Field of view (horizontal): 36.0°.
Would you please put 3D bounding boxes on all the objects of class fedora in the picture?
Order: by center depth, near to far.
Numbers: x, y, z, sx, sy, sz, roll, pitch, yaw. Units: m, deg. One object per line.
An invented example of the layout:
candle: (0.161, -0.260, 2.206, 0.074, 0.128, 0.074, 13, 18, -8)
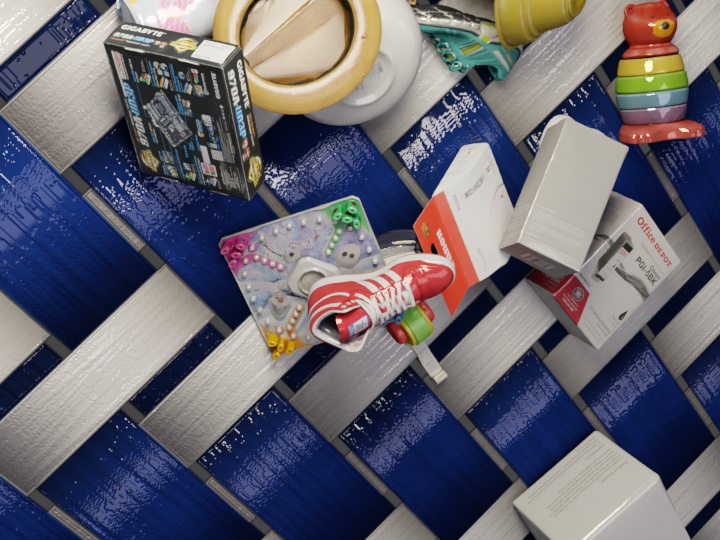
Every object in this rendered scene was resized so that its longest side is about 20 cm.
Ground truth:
fedora: (-0.076, -0.276, 1.303, 0.200, 0.082, 0.201, 0, 92, -9)

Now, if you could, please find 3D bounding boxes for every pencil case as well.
pencil case: (-0.188, -0.325, 1.326, 0.200, 0.083, 0.091, -30, 101, -15)

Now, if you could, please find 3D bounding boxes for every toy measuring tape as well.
toy measuring tape: (0.090, 0.102, 1.631, 0.074, 0.074, 0.200, -37, 120, -10)

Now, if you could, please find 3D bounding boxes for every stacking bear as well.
stacking bear: (0.430, -0.295, 1.636, 0.121, 0.114, 0.200, -8, 101, -10)

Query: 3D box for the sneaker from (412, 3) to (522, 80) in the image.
sneaker: (0.136, -0.308, 1.504, 0.200, 0.078, 0.080, 11, 112, -30)

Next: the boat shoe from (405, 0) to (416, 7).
boat shoe: (0.038, -0.365, 1.435, 0.200, 0.072, 0.072, -43, 125, -2)

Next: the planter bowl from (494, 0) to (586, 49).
planter bowl: (0.249, -0.380, 1.436, 0.200, 0.083, 0.201, -43, 142, -49)

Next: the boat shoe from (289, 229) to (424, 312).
boat shoe: (0.000, 0.000, 1.555, 0.200, 0.093, 0.075, -11, 121, 7)

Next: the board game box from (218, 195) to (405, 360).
board game box: (-0.064, 0.016, 1.495, 0.200, 0.026, 0.200, -17, 119, 11)

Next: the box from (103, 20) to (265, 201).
box: (-0.201, -0.183, 1.295, 0.200, 0.159, 0.046, 83, 30, -46)

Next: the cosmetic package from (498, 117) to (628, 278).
cosmetic package: (0.287, -0.103, 1.571, 0.107, 0.090, 0.200, 26, 78, -9)

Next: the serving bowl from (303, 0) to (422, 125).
serving bowl: (-0.007, -0.262, 1.410, 0.200, 0.066, 0.200, -13, 134, -14)

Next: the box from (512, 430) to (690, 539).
box: (0.406, 0.424, 1.849, 0.199, 0.171, 0.200, -38, 121, -9)

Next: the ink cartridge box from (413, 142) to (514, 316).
ink cartridge box: (0.156, -0.059, 1.558, 0.163, 0.057, 0.200, 65, 34, -29)

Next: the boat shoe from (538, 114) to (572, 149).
boat shoe: (0.305, -0.129, 1.656, 0.070, 0.066, 0.200, -3, 110, -26)

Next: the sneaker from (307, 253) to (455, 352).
sneaker: (0.027, 0.043, 1.428, 0.200, 0.113, 0.071, -14, 118, 10)

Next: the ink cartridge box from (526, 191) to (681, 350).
ink cartridge box: (0.382, -0.001, 1.732, 0.200, 0.083, 0.147, -46, 121, -4)
